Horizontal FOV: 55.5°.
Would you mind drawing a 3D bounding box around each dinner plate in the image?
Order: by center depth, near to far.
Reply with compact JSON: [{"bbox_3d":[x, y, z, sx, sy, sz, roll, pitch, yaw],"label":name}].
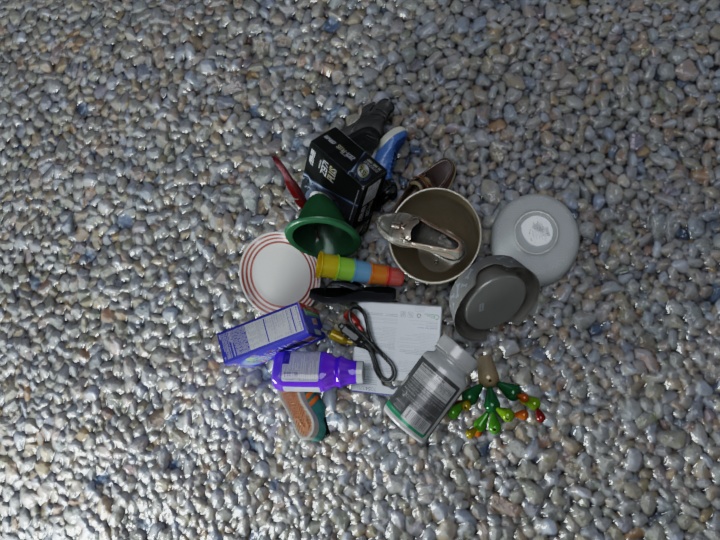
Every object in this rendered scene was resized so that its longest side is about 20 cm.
[{"bbox_3d":[-0.184,0.010,1.579,0.195,0.024,0.206,3,103,12],"label":"dinner plate"}]

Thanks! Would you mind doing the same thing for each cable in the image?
[{"bbox_3d":[0.013,0.154,1.495,0.199,0.050,0.098,40,83,4],"label":"cable"}]

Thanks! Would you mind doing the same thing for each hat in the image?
[{"bbox_3d":[-0.083,-0.149,1.497,0.163,0.199,0.180,-15,57,31],"label":"hat"}]

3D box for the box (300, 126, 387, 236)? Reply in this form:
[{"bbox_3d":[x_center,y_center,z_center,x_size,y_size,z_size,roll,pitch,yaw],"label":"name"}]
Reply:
[{"bbox_3d":[-0.045,-0.182,1.520,0.163,0.202,0.086,42,54,16],"label":"box"}]

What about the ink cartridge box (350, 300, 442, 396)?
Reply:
[{"bbox_3d":[0.080,0.174,1.508,0.191,0.043,0.206,4,83,12],"label":"ink cartridge box"}]

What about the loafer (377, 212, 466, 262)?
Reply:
[{"bbox_3d":[0.122,-0.077,1.391,0.196,0.063,0.073,21,82,15],"label":"loafer"}]

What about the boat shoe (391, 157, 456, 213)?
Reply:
[{"bbox_3d":[0.140,-0.181,1.552,0.200,0.072,0.072,-43,74,0],"label":"boat shoe"}]

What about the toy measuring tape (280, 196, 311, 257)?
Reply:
[{"bbox_3d":[-0.132,-0.085,1.592,0.199,0.074,0.074,42,89,16],"label":"toy measuring tape"}]

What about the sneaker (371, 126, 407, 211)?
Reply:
[{"bbox_3d":[0.064,-0.225,1.573,0.111,0.077,0.201,43,93,22],"label":"sneaker"}]

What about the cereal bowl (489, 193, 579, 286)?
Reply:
[{"bbox_3d":[0.376,-0.072,1.477,0.195,0.083,0.206,-3,77,12],"label":"cereal bowl"}]

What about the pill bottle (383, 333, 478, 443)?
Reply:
[{"bbox_3d":[0.147,0.240,1.405,0.112,0.113,0.201,38,89,16],"label":"pill bottle"}]

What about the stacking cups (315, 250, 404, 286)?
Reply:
[{"bbox_3d":[0.000,0.000,1.520,0.195,0.060,0.062,8,78,-18],"label":"stacking cups"}]

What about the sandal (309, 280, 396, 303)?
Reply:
[{"bbox_3d":[-0.018,0.042,1.532,0.194,0.076,0.044,-2,104,-4],"label":"sandal"}]

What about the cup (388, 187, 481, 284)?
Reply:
[{"bbox_3d":[0.167,-0.059,1.485,0.195,0.143,0.206,-3,77,11],"label":"cup"}]

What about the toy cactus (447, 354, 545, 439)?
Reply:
[{"bbox_3d":[0.278,0.263,1.436,0.195,0.103,0.169,-11,58,12],"label":"toy cactus"}]

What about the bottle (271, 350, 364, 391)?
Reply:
[{"bbox_3d":[-0.090,0.216,1.464,0.194,0.066,0.085,-1,55,6],"label":"bottle"}]

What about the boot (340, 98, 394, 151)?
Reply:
[{"bbox_3d":[-0.012,-0.330,1.618,0.196,0.070,0.134,-4,48,35],"label":"boot"}]

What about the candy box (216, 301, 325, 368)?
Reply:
[{"bbox_3d":[-0.191,0.144,1.503,0.196,0.169,0.079,-20,77,6],"label":"candy box"}]

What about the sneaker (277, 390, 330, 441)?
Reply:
[{"bbox_3d":[-0.126,0.291,1.518,0.071,0.079,0.203,-37,53,17],"label":"sneaker"}]

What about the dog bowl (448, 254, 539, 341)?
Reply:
[{"bbox_3d":[0.272,0.055,1.421,0.198,0.201,0.059,-32,44,3],"label":"dog bowl"}]
